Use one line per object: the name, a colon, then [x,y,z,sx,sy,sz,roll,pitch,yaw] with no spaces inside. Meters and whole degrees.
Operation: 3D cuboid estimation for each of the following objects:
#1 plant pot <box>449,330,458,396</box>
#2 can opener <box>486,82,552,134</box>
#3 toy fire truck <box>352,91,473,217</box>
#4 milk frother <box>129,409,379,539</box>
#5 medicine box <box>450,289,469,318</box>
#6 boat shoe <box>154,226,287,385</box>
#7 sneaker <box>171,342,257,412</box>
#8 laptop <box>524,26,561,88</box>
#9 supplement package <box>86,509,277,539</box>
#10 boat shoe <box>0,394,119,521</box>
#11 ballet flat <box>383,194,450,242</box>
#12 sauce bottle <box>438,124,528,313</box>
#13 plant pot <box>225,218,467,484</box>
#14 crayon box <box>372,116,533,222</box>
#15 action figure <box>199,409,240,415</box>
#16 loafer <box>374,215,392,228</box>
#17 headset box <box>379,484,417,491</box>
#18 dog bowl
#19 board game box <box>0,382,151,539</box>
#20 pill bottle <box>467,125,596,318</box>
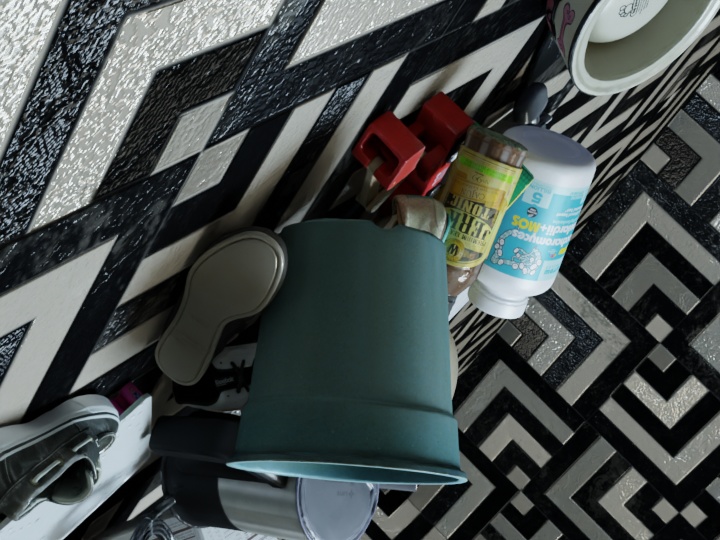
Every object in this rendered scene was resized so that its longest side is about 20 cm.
plant pot: [-0.006,0.093,1.522,0.200,0.200,0.135,-46,150,-2]
can opener: [0.151,-0.155,1.588,0.199,0.053,0.068,-37,134,-40]
toy fire truck: [0.038,-0.096,1.313,0.141,0.049,0.201,-40,168,-31]
milk frother: [-0.111,0.234,1.304,0.179,0.186,0.203,13,80,-48]
medicine box: [0.122,-0.036,1.727,0.182,0.103,0.200,-45,170,-9]
boat shoe: [-0.110,0.018,1.130,0.200,0.067,0.057,-50,-175,43]
sneaker: [-0.088,0.099,1.291,0.198,0.075,0.080,-15,175,28]
laptop: [0.294,-0.272,1.531,0.200,0.103,0.178,-43,169,-19]
supplement package: [-0.207,0.319,1.512,0.198,0.112,0.155,-22,178,21]
boat shoe: [-0.236,0.153,1.082,0.072,0.071,0.200,-50,170,19]
ballet flat: [0.023,0.025,1.280,0.067,0.062,0.203,-142,-112,-68]
sauce bottle: [0.094,-0.032,1.309,0.203,0.064,0.065,-70,165,10]
plant pot: [-0.007,0.070,1.159,0.200,0.197,0.199,78,15,-78]
crayon box: [0.080,-0.056,1.456,0.200,0.058,0.119,-48,-157,6]
action figure: [-0.127,0.164,1.489,0.118,0.103,0.201,-25,161,-33]
loafer: [0.000,0.000,1.336,0.198,0.068,0.076,-21,171,-22]
headset box: [-0.007,0.132,1.412,0.075,0.146,0.203,-83,178,-63]
dog bowl: [0.268,-0.272,1.374,0.198,0.074,0.201,-27,152,-16]
board game box: [-0.269,0.200,1.257,0.200,0.026,0.200,-42,169,-22]
pill bottle: [0.181,-0.050,1.556,0.111,0.110,0.202,-30,142,-57]
